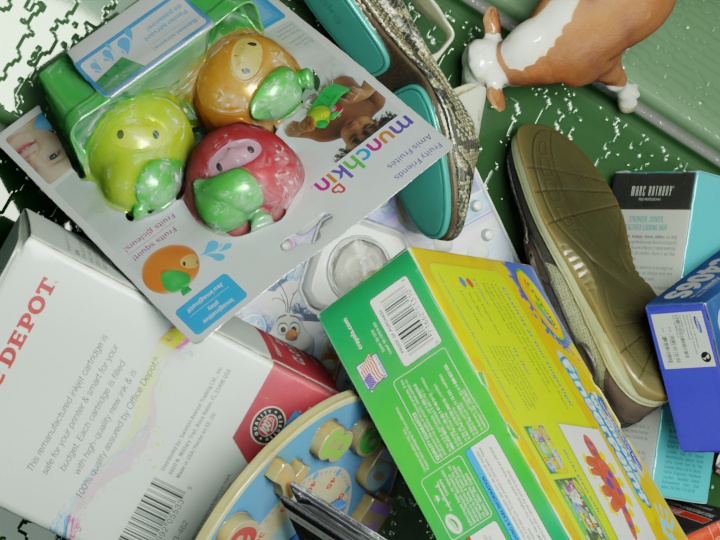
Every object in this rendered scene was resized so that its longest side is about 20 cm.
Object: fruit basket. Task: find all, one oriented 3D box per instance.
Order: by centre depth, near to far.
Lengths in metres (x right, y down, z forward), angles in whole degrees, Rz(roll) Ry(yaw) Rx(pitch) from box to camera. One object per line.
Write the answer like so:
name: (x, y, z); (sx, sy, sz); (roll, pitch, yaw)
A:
fruit basket: (-0.080, -0.075, 1.169); (0.185, 0.200, 0.094); (-37, 141, -15)

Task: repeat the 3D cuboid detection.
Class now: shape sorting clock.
shape sorting clock: (-0.040, 0.154, 1.166); (0.039, 0.200, 0.200); (32, 77, 21)

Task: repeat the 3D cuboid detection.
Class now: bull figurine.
bull figurine: (0.153, -0.158, 1.282); (0.121, 0.200, 0.065); (14, 42, -51)

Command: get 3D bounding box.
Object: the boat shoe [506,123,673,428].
boat shoe: (0.131, 0.004, 1.280); (0.072, 0.066, 0.201); (-2, 57, -39)

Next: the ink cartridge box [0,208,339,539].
ink cartridge box: (-0.136, 0.076, 1.184); (0.200, 0.083, 0.146); (29, 97, -16)

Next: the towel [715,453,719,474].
towel: (0.341, 0.111, 1.391); (0.200, 0.030, 0.147); (29, 81, -16)

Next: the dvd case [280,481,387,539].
dvd case: (0.038, 0.202, 1.133); (0.016, 0.149, 0.200); (-48, 146, -21)

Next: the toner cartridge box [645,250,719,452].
toner cartridge box: (0.249, 0.027, 1.268); (0.200, 0.043, 0.095); (-31, 112, -46)

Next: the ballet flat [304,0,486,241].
ballet flat: (0.032, -0.119, 1.249); (0.075, 0.068, 0.200); (-30, 95, -33)

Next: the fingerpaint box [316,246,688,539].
fingerpaint box: (0.083, 0.093, 1.169); (0.073, 0.167, 0.200); (-36, 72, 22)

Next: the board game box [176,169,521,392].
board game box: (0.000, 0.000, 1.279); (0.200, 0.026, 0.200); (-28, 98, -17)

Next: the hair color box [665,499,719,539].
hair color box: (0.131, 0.204, 1.280); (0.200, 0.101, 0.061); (-23, 100, -18)

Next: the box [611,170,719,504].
box: (0.187, 0.040, 1.309); (0.049, 0.082, 0.201); (11, 86, -32)
